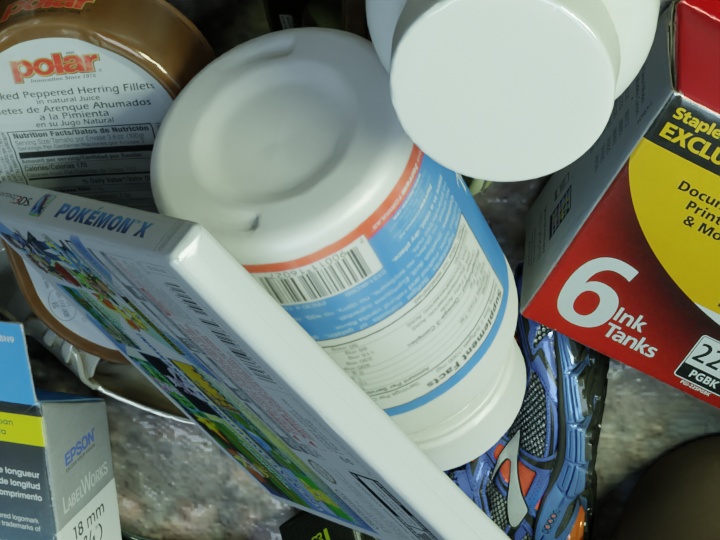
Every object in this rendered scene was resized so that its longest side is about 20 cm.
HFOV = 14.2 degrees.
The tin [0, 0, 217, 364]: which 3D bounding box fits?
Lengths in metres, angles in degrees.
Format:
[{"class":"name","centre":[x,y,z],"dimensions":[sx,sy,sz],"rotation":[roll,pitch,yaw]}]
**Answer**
[{"class":"tin","centre":[-0.103,-0.037,1.225],"dimensions":[0.112,0.042,0.200],"rotation":[-5,132,13]}]

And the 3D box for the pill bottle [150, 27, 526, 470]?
[{"class":"pill bottle","centre":[0.000,0.000,1.194],"dimensions":[0.112,0.112,0.200],"rotation":[-12,144,15]}]

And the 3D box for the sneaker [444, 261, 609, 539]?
[{"class":"sneaker","centre":[0.071,0.080,1.337],"dimensions":[0.078,0.075,0.200],"rotation":[6,124,6]}]

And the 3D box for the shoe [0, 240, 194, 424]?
[{"class":"shoe","centre":[-0.092,0.028,1.328],"dimensions":[0.200,0.053,0.070],"rotation":[25,124,-11]}]

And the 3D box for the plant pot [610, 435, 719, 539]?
[{"class":"plant pot","centre":[0.178,0.168,1.323],"dimensions":[0.200,0.175,0.200],"rotation":[3,126,5]}]

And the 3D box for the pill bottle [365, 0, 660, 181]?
[{"class":"pill bottle","centre":[0.060,-0.121,1.116],"dimensions":[0.111,0.200,0.111],"rotation":[3,125,5]}]

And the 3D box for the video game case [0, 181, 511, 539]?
[{"class":"video game case","centre":[-0.048,0.042,1.175],"dimensions":[0.200,0.182,0.022],"rotation":[46,74,-27]}]

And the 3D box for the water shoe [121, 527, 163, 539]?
[{"class":"water shoe","centre":[-0.066,0.181,1.421],"dimensions":[0.200,0.072,0.079],"rotation":[22,126,-9]}]

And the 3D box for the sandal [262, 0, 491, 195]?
[{"class":"sandal","centre":[-0.013,-0.106,1.205],"dimensions":[0.080,0.057,0.201],"rotation":[1,134,54]}]

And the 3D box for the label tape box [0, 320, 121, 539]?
[{"class":"label tape box","centre":[-0.189,0.093,1.350],"dimensions":[0.144,0.063,0.200],"rotation":[7,117,24]}]

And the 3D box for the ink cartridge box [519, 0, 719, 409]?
[{"class":"ink cartridge box","centre":[0.197,-0.023,1.242],"dimensions":[0.200,0.084,0.176],"rotation":[25,123,-11]}]

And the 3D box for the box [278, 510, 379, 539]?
[{"class":"box","centre":[0.046,0.220,1.363],"dimensions":[0.047,0.193,0.200],"rotation":[-35,117,9]}]
